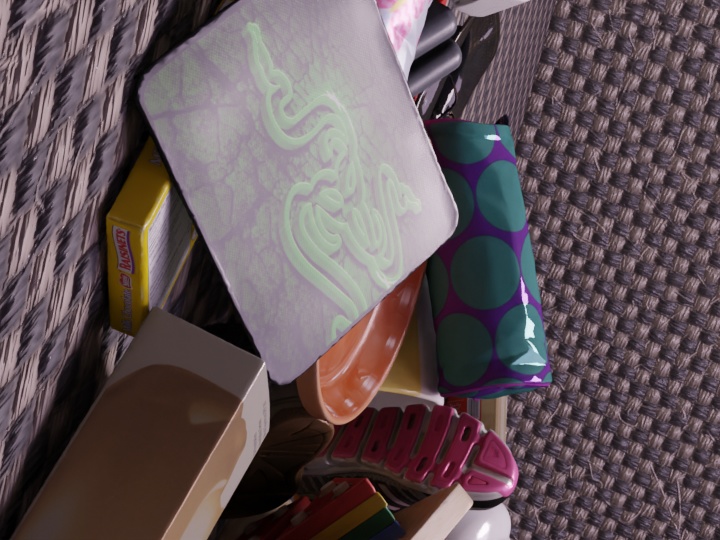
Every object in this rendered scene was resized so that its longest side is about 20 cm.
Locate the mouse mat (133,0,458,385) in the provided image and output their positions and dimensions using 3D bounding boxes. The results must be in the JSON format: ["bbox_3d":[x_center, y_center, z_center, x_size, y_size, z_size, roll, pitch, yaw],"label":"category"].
[{"bbox_3d":[-0.027,-0.058,0.985,0.161,0.007,0.201,-42,125,-28],"label":"mouse mat"}]

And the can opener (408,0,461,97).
[{"bbox_3d":[-0.006,-0.097,1.152,0.199,0.067,0.054,-35,137,-23],"label":"can opener"}]

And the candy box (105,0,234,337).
[{"bbox_3d":[-0.089,-0.070,1.009,0.103,0.026,0.201,95,15,-53],"label":"candy box"}]

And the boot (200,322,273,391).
[{"bbox_3d":[-0.111,0.149,1.194,0.182,0.072,0.202,-40,143,-61],"label":"boot"}]

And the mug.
[{"bbox_3d":[-0.005,0.018,1.360,0.187,0.148,0.155,127,-32,-77],"label":"mug"}]

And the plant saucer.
[{"bbox_3d":[0.000,0.000,1.212,0.200,0.032,0.202,17,90,-72],"label":"plant saucer"}]

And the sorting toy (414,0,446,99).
[{"bbox_3d":[0.016,-0.183,1.285,0.200,0.069,0.200,-61,166,-57],"label":"sorting toy"}]

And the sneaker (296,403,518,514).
[{"bbox_3d":[0.027,0.151,1.355,0.074,0.198,0.088,-62,145,-40],"label":"sneaker"}]

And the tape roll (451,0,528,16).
[{"bbox_3d":[0.064,-0.265,1.200,0.203,0.037,0.204,44,37,-47],"label":"tape roll"}]

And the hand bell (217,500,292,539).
[{"bbox_3d":[-0.045,0.237,1.475,0.105,0.103,0.200,-70,-165,-11],"label":"hand bell"}]

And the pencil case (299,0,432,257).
[{"bbox_3d":[-0.012,-0.105,1.049,0.090,0.083,0.202,18,87,-44],"label":"pencil case"}]

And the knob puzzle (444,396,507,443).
[{"bbox_3d":[0.087,0.052,1.512,0.219,0.030,0.222,-176,-90,-70],"label":"knob puzzle"}]

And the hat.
[{"bbox_3d":[0.048,-0.163,1.586,0.201,0.080,0.201,-59,166,-25],"label":"hat"}]

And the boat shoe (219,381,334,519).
[{"bbox_3d":[-0.073,0.120,1.313,0.200,0.071,0.065,-47,-135,50],"label":"boat shoe"}]

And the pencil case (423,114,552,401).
[{"bbox_3d":[0.082,-0.009,1.327,0.092,0.084,0.202,154,-72,-75],"label":"pencil case"}]

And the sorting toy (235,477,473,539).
[{"bbox_3d":[-0.051,0.216,1.262,0.198,0.070,0.200,-33,-174,43],"label":"sorting toy"}]

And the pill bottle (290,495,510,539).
[{"bbox_3d":[0.046,0.200,1.472,0.112,0.200,0.112,-43,160,-20],"label":"pill bottle"}]

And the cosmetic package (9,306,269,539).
[{"bbox_3d":[-0.124,0.133,0.964,0.201,0.071,0.105,-61,169,-23],"label":"cosmetic package"}]
